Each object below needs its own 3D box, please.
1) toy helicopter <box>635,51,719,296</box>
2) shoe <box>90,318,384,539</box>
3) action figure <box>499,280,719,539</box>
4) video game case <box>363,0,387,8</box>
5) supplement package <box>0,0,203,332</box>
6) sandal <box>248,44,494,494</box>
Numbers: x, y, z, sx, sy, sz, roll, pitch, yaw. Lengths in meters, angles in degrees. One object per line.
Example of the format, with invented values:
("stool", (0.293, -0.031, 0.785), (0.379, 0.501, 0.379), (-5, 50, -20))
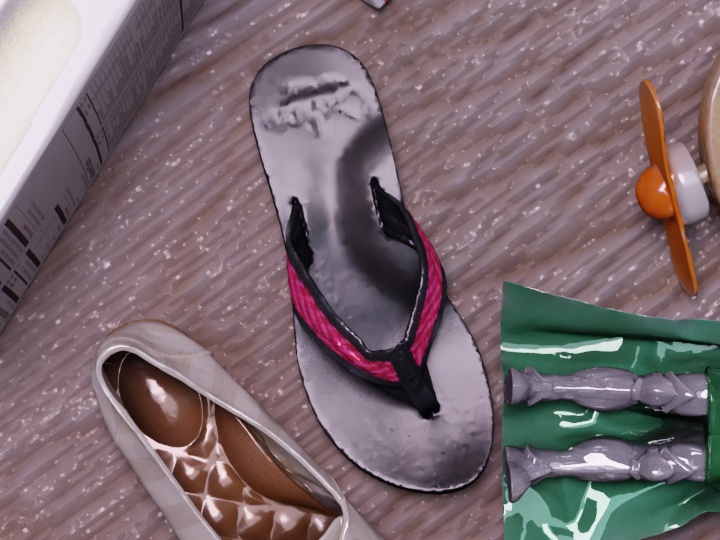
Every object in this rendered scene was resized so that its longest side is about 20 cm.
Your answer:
("toy helicopter", (0.170, -0.009, 0.872), (0.132, 0.079, 0.201), (5, 96, -9))
("shoe", (-0.042, 0.103, 0.856), (0.070, 0.053, 0.200), (-41, 88, -6))
("action figure", (0.158, 0.062, 0.843), (0.199, 0.055, 0.118), (-2, 104, -2))
("video game case", (0.040, -0.222, 0.858), (0.017, 0.143, 0.200), (36, 82, 35))
("supplement package", (-0.166, -0.095, 0.821), (0.152, 0.151, 0.200), (30, 83, 0))
("sandal", (0.000, 0.000, 0.873), (0.075, 0.045, 0.200), (-18, 85, -5))
